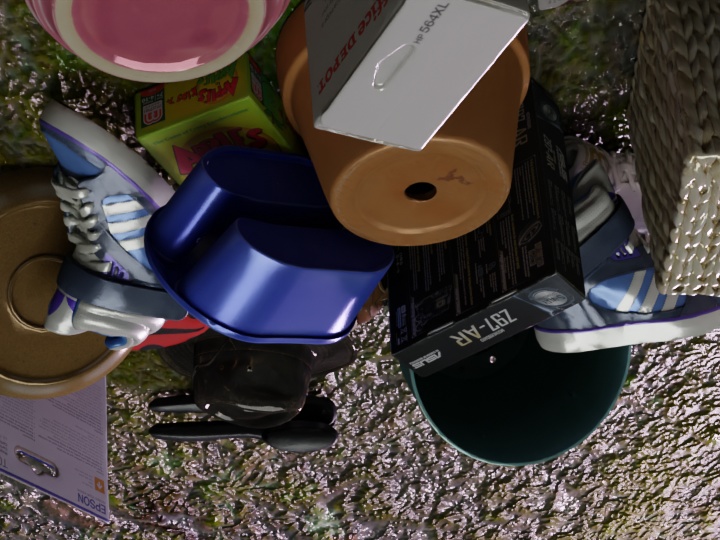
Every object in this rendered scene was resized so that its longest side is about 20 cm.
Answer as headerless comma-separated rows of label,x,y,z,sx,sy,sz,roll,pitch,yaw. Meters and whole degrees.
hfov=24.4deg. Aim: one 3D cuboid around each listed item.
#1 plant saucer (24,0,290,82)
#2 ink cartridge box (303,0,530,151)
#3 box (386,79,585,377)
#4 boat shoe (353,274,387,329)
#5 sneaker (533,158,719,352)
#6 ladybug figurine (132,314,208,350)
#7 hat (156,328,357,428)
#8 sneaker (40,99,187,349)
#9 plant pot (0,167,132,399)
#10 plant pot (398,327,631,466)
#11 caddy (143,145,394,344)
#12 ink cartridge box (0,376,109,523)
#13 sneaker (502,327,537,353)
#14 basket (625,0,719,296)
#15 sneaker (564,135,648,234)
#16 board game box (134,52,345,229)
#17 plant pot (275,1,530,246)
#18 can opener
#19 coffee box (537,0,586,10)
plant saucer,-0.143,-0.200,1.182,0.198,0.051,0.201,-5,146,-3
ink cartridge box,0.027,-0.201,1.073,0.083,0.202,0.146,11,143,-25
box,0.093,-0.035,1.334,0.159,0.202,0.043,-28,135,29
boat shoe,0.000,0.000,1.472,0.068,0.072,0.200,-29,173,-8
sneaker,0.226,-0.021,1.362,0.197,0.081,0.148,-11,107,-5
ladybug figurine,-0.205,0.024,1.489,0.197,0.073,0.136,-3,146,-6
hat,-0.102,0.105,1.601,0.198,0.082,0.201,2,152,1
sneaker,-0.214,-0.021,1.323,0.147,0.080,0.200,-51,129,-8
plant pot,-0.264,0.016,1.392,0.198,0.027,0.203,-6,107,-19
plant pot,0.118,0.054,1.476,0.198,0.203,0.161,3,-172,-14
caddy,-0.072,-0.012,1.288,0.199,0.142,0.105,5,133,-44
ink cartridge box,-0.302,0.112,1.488,0.043,0.202,0.196,-23,143,25
sneaker,0.220,0.031,1.594,0.198,0.077,0.087,-17,160,22
basket,0.301,-0.103,1.273,0.159,0.202,0.199,-4,147,-1
sneaker,0.228,-0.077,1.411,0.198,0.074,0.115,-23,146,27
board game box,-0.092,-0.088,1.363,0.101,0.048,0.200,-18,145,17
plant pot,0.037,-0.114,1.263,0.197,0.141,0.201,-4,147,-2
can opener,-0.119,0.150,1.713,0.197,0.064,0.079,6,173,-2
coffee box,0.203,-0.256,1.101,0.197,0.114,0.080,-10,147,7
